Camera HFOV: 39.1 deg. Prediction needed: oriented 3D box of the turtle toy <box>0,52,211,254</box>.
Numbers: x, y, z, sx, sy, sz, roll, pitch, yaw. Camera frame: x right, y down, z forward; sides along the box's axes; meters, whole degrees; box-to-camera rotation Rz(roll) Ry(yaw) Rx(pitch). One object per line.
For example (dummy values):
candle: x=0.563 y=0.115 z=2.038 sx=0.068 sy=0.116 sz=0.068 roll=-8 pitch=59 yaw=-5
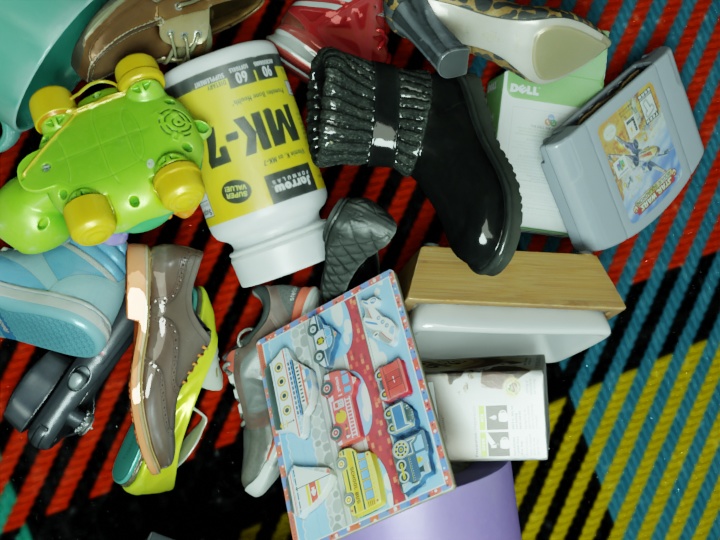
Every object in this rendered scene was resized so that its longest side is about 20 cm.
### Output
turtle toy: x=-0.215 y=-0.079 z=0.841 sx=0.199 sy=0.101 sz=0.146 roll=-22 pitch=69 yaw=-4

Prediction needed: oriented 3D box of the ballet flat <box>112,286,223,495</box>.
ballet flat: x=-0.166 y=0.114 z=0.939 sx=0.067 sy=0.067 sz=0.201 roll=21 pitch=90 yaw=-31

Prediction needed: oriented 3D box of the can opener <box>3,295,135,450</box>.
can opener: x=-0.238 y=0.075 z=0.918 sx=0.079 sy=0.063 sz=0.200 roll=40 pitch=84 yaw=-8

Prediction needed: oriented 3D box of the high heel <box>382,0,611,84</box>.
high heel: x=0.124 y=-0.235 z=0.936 sx=0.199 sy=0.143 sz=0.072 roll=-9 pitch=134 yaw=-25

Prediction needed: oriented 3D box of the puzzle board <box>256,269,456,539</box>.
puzzle board: x=-0.013 y=0.114 z=0.838 sx=0.150 sy=0.017 sz=0.201 roll=-28 pitch=56 yaw=20

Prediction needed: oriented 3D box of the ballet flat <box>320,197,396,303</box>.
ballet flat: x=0.000 y=0.000 z=0.897 sx=0.057 sy=0.200 sz=0.067 roll=29 pitch=71 yaw=13

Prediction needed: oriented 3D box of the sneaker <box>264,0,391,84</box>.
sneaker: x=0.020 y=-0.201 z=0.956 sx=0.199 sy=0.078 sz=0.116 roll=33 pitch=86 yaw=-10

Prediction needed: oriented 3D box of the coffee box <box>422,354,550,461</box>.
coffee box: x=0.069 y=0.124 z=0.919 sx=0.199 sy=0.113 sz=0.080 roll=-4 pitch=92 yaw=11

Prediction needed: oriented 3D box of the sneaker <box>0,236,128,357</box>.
sneaker: x=-0.290 y=-0.005 z=0.910 sx=0.199 sy=0.080 sz=0.131 roll=17 pitch=55 yaw=12

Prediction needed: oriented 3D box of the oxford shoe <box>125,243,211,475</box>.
oxford shoe: x=-0.162 y=0.077 z=0.866 sx=0.072 sy=0.071 sz=0.201 roll=-2 pitch=101 yaw=-14

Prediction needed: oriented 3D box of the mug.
mug: x=-0.301 y=-0.200 z=0.858 sx=0.114 sy=0.152 sz=0.185 roll=37 pitch=84 yaw=-6

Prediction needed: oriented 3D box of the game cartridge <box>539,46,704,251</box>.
game cartridge: x=0.259 y=-0.112 z=0.977 sx=0.200 sy=0.041 sz=0.134 roll=-40 pitch=111 yaw=-28

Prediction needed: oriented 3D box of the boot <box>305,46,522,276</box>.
boot: x=0.038 y=-0.091 z=0.856 sx=0.157 sy=0.080 sz=0.212 roll=3 pitch=56 yaw=-26

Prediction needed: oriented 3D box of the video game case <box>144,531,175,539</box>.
video game case: x=-0.116 y=0.285 z=0.882 sx=0.180 sy=0.200 sz=0.026 roll=23 pitch=59 yaw=-10

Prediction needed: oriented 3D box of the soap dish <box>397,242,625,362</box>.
soap dish: x=0.121 y=0.034 z=0.944 sx=0.199 sy=0.157 sz=0.082 roll=3 pitch=73 yaw=-10

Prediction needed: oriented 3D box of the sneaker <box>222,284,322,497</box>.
sneaker: x=-0.092 y=0.108 z=0.951 sx=0.081 sy=0.077 sz=0.201 roll=12 pitch=82 yaw=6

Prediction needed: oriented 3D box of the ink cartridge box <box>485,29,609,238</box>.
ink cartridge box: x=0.176 y=-0.137 z=0.993 sx=0.103 sy=0.059 sz=0.201 roll=7 pitch=89 yaw=-10

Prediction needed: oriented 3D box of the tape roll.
tape roll: x=0.040 y=0.217 z=0.903 sx=0.199 sy=0.200 sz=0.086 roll=-10 pitch=92 yaw=-10

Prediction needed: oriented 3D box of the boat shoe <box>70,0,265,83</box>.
boat shoe: x=-0.161 y=-0.221 z=0.891 sx=0.074 sy=0.076 sz=0.200 roll=45 pitch=60 yaw=3

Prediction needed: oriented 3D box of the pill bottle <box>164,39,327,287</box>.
pill bottle: x=-0.097 y=-0.094 z=0.917 sx=0.114 sy=0.114 sz=0.201 roll=-21 pitch=95 yaw=-9
